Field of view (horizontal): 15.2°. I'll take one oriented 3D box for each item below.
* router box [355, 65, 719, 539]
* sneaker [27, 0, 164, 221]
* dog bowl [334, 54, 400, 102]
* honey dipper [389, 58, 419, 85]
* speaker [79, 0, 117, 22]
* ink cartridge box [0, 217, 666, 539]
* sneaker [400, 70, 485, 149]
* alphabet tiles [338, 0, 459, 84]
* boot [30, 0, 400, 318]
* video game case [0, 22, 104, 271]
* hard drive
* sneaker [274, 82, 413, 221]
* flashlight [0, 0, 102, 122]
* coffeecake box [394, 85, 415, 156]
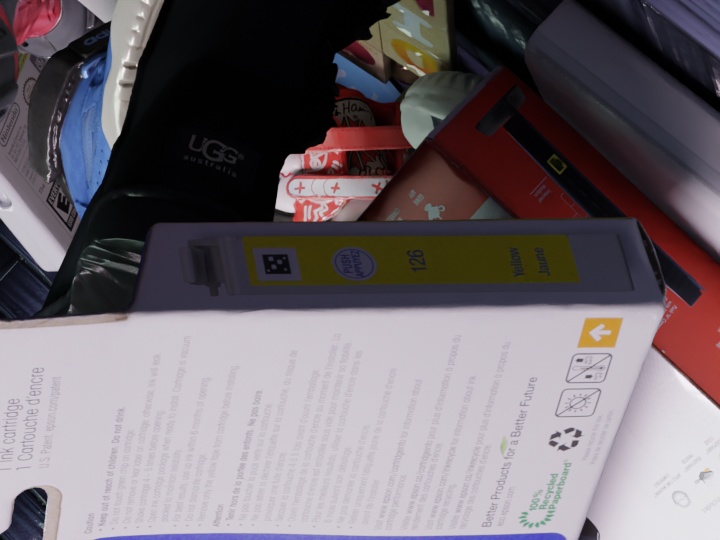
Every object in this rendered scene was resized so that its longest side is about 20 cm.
[{"bbox_3d":[0.054,0.057,0.895,0.179,0.049,0.200,43,138,2],"label":"router box"},{"bbox_3d":[-0.083,-0.079,1.040,0.111,0.077,0.200,53,150,39],"label":"sneaker"},{"bbox_3d":[-0.044,-0.102,1.338,0.111,0.050,0.200,45,175,-24],"label":"dog bowl"},{"bbox_3d":[-0.046,-0.144,1.066,0.200,0.038,0.038,39,176,-6],"label":"honey dipper"},{"bbox_3d":[-0.109,-0.157,1.178,0.200,0.081,0.081,40,175,34],"label":"speaker"},{"bbox_3d":[-0.029,0.065,0.812,0.198,0.199,0.047,105,161,-45],"label":"ink cartridge box"},{"bbox_3d":[0.068,0.028,0.981,0.199,0.130,0.079,40,174,1],"label":"sneaker"},{"bbox_3d":[-0.035,-0.131,0.981,0.166,0.006,0.200,33,168,13],"label":"alphabet tiles"},{"bbox_3d":[-0.047,-0.038,0.887,0.076,0.168,0.200,22,153,-4],"label":"boot"},{"bbox_3d":[-0.167,-0.132,1.315,0.022,0.200,0.182,-11,133,29],"label":"video game case"},{"bbox_3d":[0.140,0.006,0.831,0.200,0.027,0.132,42,176,24],"label":"hard drive"},{"bbox_3d":[-0.001,0.000,1.047,0.067,0.108,0.201,-2,-149,-24],"label":"sneaker"},{"bbox_3d":[-0.159,-0.104,1.198,0.068,0.068,0.200,28,-162,4],"label":"flashlight"},{"bbox_3d":[0.094,0.025,1.149,0.200,0.073,0.153,45,174,-33],"label":"coffeecake box"}]
